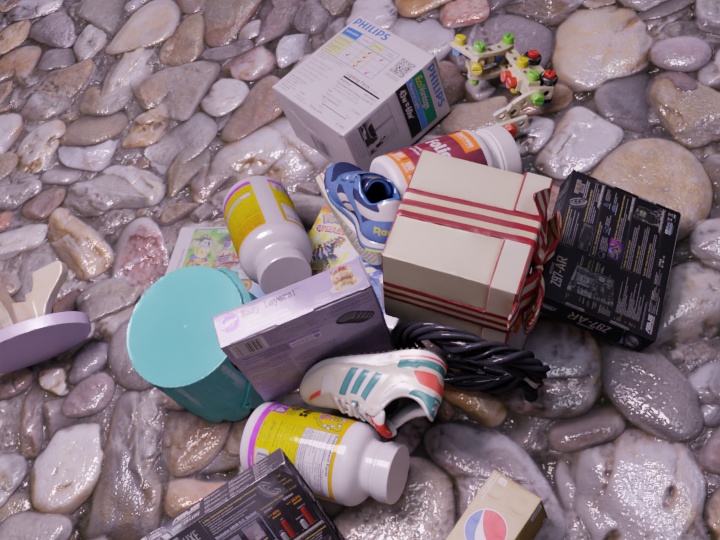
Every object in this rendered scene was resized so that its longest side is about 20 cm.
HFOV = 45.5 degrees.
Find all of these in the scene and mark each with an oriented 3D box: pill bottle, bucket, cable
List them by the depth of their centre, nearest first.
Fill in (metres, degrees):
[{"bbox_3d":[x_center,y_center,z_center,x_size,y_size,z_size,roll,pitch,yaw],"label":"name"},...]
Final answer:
[{"bbox_3d":[0.128,0.111,1.053,0.200,0.163,0.051,18,75,12],"label":"cable"},{"bbox_3d":[-0.044,0.234,1.079,0.200,0.104,0.104,9,61,24],"label":"pill bottle"},{"bbox_3d":[-0.214,0.098,1.197,0.207,0.135,0.207,-8,63,16],"label":"bucket"},{"bbox_3d":[0.124,-0.137,1.241,0.200,0.114,0.114,-21,50,-18],"label":"pill bottle"},{"bbox_3d":[-0.132,-0.047,1.243,0.104,0.104,0.200,-28,40,0],"label":"pill bottle"}]

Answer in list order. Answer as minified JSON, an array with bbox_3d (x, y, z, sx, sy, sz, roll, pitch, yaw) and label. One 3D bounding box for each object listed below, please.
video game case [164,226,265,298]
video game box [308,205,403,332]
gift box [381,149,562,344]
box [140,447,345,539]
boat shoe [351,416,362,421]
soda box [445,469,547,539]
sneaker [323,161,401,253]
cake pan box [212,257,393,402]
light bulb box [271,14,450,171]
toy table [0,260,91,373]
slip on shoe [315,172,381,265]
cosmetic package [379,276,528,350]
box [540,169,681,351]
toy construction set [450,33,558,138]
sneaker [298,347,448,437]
[{"bbox_3d":[-0.218,0.008,1.347,0.200,0.022,0.182,0,57,20],"label":"video game case"},{"bbox_3d":[0.000,0.000,1.261,0.200,0.047,0.182,11,59,26],"label":"video game box"},{"bbox_3d":[0.135,-0.020,1.024,0.187,0.200,0.185,16,68,11],"label":"gift box"},{"bbox_3d":[-0.134,0.331,1.013,0.200,0.158,0.050,-34,16,-4],"label":"box"},{"bbox_3d":[-0.034,0.118,1.180,0.065,0.072,0.200,-32,56,-10],"label":"boat shoe"},{"bbox_3d":[0.128,0.333,0.975,0.068,0.064,0.200,28,69,32],"label":"soda box"},{"bbox_3d":[0.010,-0.105,1.171,0.074,0.082,0.200,-9,38,-24],"label":"sneaker"},{"bbox_3d":[-0.066,0.081,1.062,0.200,0.184,0.052,-23,57,1],"label":"cake pan box"},{"bbox_3d":[0.003,-0.281,1.401,0.200,0.125,0.198,-41,53,-11],"label":"light bulb box"},{"bbox_3d":[-0.525,0.072,1.332,0.200,0.184,0.117,-20,69,-5],"label":"toy table"},{"bbox_3d":[-0.006,-0.085,1.253,0.061,0.074,0.200,-26,47,-4],"label":"slip on shoe"},{"bbox_3d":[0.136,0.031,1.145,0.200,0.071,0.101,22,64,16],"label":"cosmetic package"},{"bbox_3d":[0.319,-0.016,1.113,0.160,0.044,0.200,21,63,-1],"label":"box"},{"bbox_3d":[0.229,-0.298,1.353,0.131,0.092,0.200,-7,59,-15],"label":"toy construction set"},{"bbox_3d":[0.008,0.155,1.039,0.200,0.070,0.093,-11,48,23],"label":"sneaker"}]
